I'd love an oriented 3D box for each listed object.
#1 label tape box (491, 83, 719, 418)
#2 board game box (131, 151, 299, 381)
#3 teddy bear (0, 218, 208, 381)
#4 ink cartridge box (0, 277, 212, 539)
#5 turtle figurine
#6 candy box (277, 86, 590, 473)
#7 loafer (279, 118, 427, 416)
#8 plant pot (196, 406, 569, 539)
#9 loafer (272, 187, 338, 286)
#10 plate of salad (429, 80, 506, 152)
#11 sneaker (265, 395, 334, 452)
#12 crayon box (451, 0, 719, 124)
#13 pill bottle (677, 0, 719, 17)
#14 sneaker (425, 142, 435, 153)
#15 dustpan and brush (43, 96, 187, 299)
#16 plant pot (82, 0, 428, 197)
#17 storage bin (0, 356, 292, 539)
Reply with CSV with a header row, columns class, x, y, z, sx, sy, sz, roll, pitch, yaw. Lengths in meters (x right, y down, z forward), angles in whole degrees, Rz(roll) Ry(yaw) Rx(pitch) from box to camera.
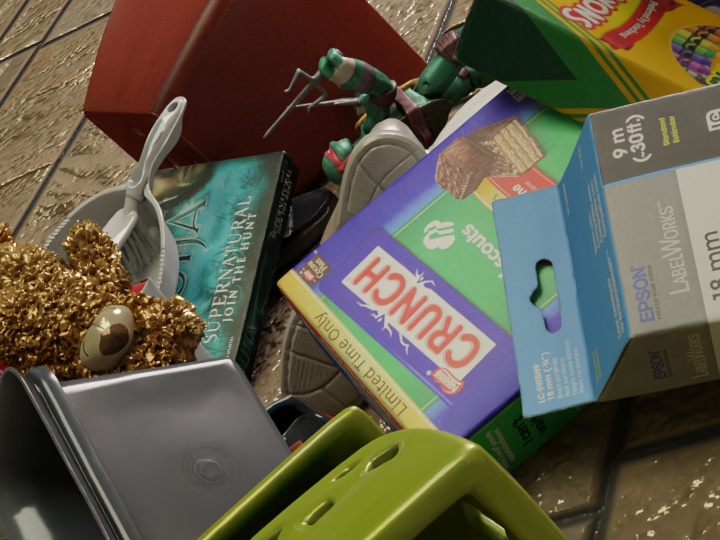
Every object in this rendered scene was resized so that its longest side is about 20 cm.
class,x,y,z,sx,sy,sz,roll,pitch,yaw
label tape box,0.167,-0.016,1.042,0.199,0.063,0.145,-13,57,10
board game box,-0.126,0.009,1.433,0.135,0.028,0.201,-7,54,27
teddy bear,-0.192,0.029,1.209,0.145,0.067,0.200,-33,51,-24
ink cartridge box,-0.179,0.108,1.256,0.084,0.176,0.200,-14,35,37
turtle figurine,0.025,-0.125,1.476,0.200,0.101,0.150,-35,-6,-6
candy box,0.078,0.009,1.144,0.200,0.077,0.169,-41,54,-4
loafer,0.000,0.000,1.260,0.063,0.072,0.201,-87,14,-69
plant pot,0.005,0.189,0.883,0.200,0.199,0.181,-42,20,-10
loafer,-0.105,-0.010,1.486,0.199,0.063,0.072,-30,26,14
plate of salad,0.131,-0.047,1.232,0.199,0.048,0.201,-10,58,17
sneaker,-0.017,0.133,1.116,0.075,0.085,0.200,-38,26,-4
crayon box,0.169,-0.121,1.169,0.127,0.199,0.051,-47,-19,-57
pill bottle,0.214,-0.205,1.253,0.119,0.200,0.120,-29,26,16
sneaker,0.083,-0.050,1.309,0.200,0.077,0.085,-36,30,2
dustpan and brush,-0.168,-0.031,1.426,0.139,0.057,0.200,16,67,40
plant pot,-0.102,-0.153,1.593,0.200,0.200,0.177,7,60,55
storage bin,-0.101,0.146,1.075,0.134,0.146,0.200,-12,49,-27
